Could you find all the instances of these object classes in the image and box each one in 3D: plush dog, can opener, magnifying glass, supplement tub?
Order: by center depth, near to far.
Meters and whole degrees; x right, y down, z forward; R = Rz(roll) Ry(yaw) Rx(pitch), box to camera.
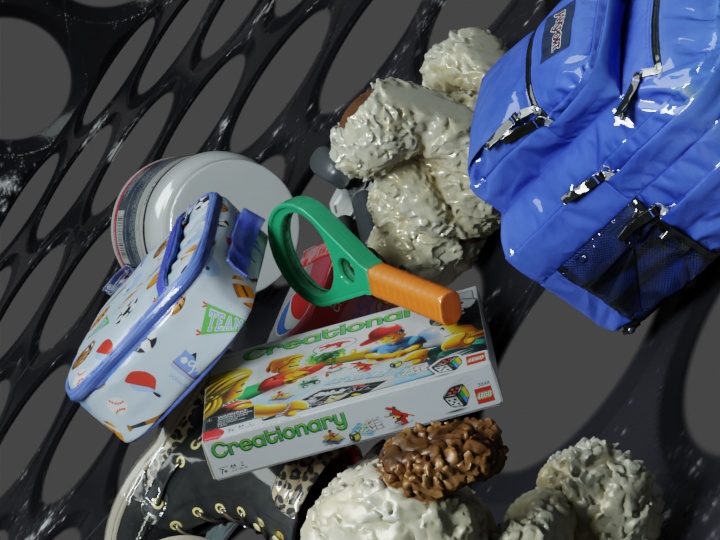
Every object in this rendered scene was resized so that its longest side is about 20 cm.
[{"bbox_3d":[0.044,0.167,1.213,0.200,0.172,0.161,-48,18,26],"label":"plush dog"},{"bbox_3d":[0.000,0.000,1.635,0.022,0.080,0.200,-24,29,-29],"label":"magnifying glass"},{"bbox_3d":[0.064,-0.056,1.703,0.200,0.160,0.172,-39,-18,-50],"label":"plush dog"},{"bbox_3d":[-0.013,-0.049,1.960,0.053,0.067,0.200,-53,17,15],"label":"can opener"},{"bbox_3d":[-0.144,-0.039,2.176,0.141,0.140,0.200,-60,18,-10],"label":"supplement tub"}]

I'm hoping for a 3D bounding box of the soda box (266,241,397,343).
[{"bbox_3d":[-0.034,0.073,1.791,0.063,0.070,0.200,-25,37,54],"label":"soda box"}]

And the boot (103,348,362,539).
[{"bbox_3d":[-0.092,0.172,1.670,0.150,0.073,0.200,28,91,36],"label":"boot"}]

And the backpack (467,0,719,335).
[{"bbox_3d":[0.172,-0.086,1.367,0.200,0.168,0.163,-38,31,37],"label":"backpack"}]

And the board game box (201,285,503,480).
[{"bbox_3d":[-0.007,0.075,1.589,0.200,0.035,0.126,-15,23,4],"label":"board game box"}]

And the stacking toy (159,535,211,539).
[{"bbox_3d":[-0.070,0.253,1.535,0.200,0.146,0.146,-1,56,49],"label":"stacking toy"}]

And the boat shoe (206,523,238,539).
[{"bbox_3d":[-0.126,0.180,1.847,0.200,0.073,0.067,-58,20,0],"label":"boat shoe"}]

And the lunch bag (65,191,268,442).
[{"bbox_3d":[-0.133,0.026,1.675,0.160,0.076,0.200,-49,13,16],"label":"lunch bag"}]

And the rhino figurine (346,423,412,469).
[{"bbox_3d":[0.022,0.160,1.501,0.087,0.060,0.200,-32,22,11],"label":"rhino figurine"}]
